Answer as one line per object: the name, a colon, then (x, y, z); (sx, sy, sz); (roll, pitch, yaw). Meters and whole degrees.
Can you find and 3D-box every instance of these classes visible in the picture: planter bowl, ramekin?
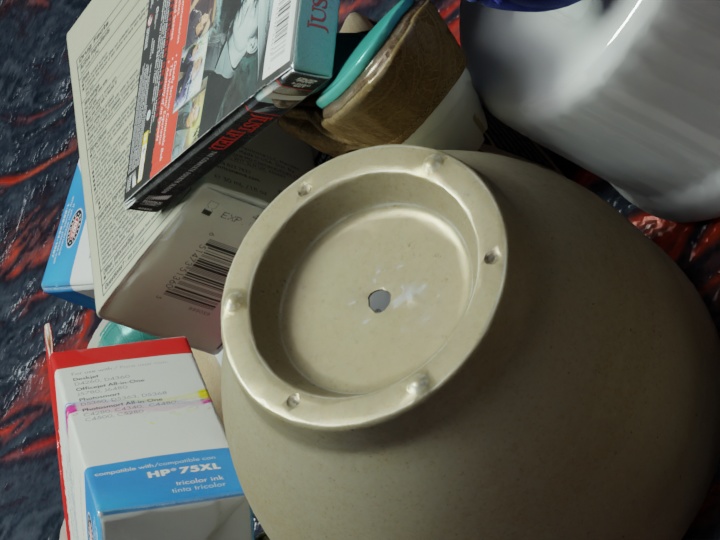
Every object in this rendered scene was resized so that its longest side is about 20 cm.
planter bowl: (0.027, 0.033, 1.051); (0.200, 0.135, 0.201); (-13, 57, 21)
ramekin: (0.126, -0.129, 1.118); (0.200, 0.098, 0.201); (-42, 37, 43)

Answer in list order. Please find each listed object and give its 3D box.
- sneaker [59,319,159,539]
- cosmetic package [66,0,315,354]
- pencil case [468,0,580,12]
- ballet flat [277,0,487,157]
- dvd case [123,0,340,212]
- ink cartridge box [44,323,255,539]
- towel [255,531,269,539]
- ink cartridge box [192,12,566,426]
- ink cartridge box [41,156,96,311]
sneaker: (-0.110, 0.108, 1.418); (0.080, 0.071, 0.200); (-121, 36, -52)
cosmetic package: (-0.083, -0.070, 1.328); (0.105, 0.071, 0.200); (-47, 37, 35)
pencil case: (0.042, -0.162, 1.102); (0.087, 0.078, 0.200); (-43, 28, 2)
ballet flat: (0.013, -0.069, 1.141); (0.068, 0.072, 0.200); (-50, 9, -11)
dvd case: (-0.053, -0.119, 1.176); (0.200, 0.022, 0.146); (146, 133, -62)
ink cartridge box: (-0.094, 0.107, 1.209); (0.200, 0.067, 0.117); (-119, 24, -63)
towel: (-0.110, 0.197, 1.294); (0.200, 0.036, 0.148); (-39, -6, -49)
ink cartridge box: (0.000, 0.000, 1.296); (0.200, 0.075, 0.165); (-61, 26, 15)
ink cartridge box: (-0.084, -0.048, 1.481); (0.200, 0.086, 0.147); (-3, 69, 60)
